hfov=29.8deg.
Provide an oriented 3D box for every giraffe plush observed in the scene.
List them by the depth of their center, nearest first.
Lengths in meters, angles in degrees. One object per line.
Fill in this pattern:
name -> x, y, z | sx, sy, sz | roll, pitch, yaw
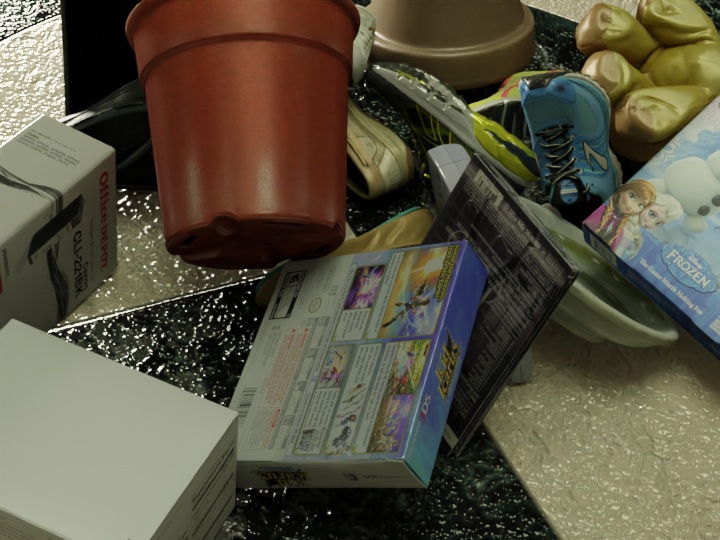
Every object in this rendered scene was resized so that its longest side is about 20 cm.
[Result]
giraffe plush -> 0.306, -0.175, 1.364 | 0.199, 0.162, 0.173 | -3, 66, -6

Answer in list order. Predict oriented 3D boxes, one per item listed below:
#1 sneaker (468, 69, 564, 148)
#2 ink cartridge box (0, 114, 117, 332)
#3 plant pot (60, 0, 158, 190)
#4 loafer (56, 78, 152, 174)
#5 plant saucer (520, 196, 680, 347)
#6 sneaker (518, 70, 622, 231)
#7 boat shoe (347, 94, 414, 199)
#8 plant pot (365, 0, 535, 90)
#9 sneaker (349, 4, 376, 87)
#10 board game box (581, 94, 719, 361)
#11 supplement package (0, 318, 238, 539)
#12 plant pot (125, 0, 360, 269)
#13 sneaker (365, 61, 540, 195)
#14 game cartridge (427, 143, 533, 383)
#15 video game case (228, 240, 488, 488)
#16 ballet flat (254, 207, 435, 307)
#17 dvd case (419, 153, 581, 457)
sneaker -> 0.164, -0.165, 1.414 | 0.199, 0.078, 0.090 | -15, 38, -30
ink cartridge box -> -0.293, -0.014, 1.128 | 0.083, 0.145, 0.200 | 25, 46, 16
plant pot -> -0.180, -0.208, 1.328 | 0.198, 0.201, 0.178 | 2, 33, -5
loafer -> -0.252, -0.109, 1.234 | 0.200, 0.068, 0.070 | -30, 28, 11
plant saucer -> 0.190, 0.012, 1.200 | 0.200, 0.050, 0.200 | 33, 19, -13
sneaker -> 0.200, -0.105, 1.267 | 0.078, 0.200, 0.090 | -6, 51, 27
boat shoe -> -0.035, -0.140, 1.353 | 0.064, 0.071, 0.200 | -32, 53, -29
plant pot -> 0.092, -0.314, 1.457 | 0.199, 0.175, 0.201 | -2, 32, 1
sneaker -> -0.021, -0.239, 1.380 | 0.073, 0.085, 0.200 | 34, 3, -12
board game box -> 0.336, -0.038, 1.194 | 0.199, 0.043, 0.200 | -42, 64, -7
supplement package -> -0.211, 0.153, 0.985 | 0.199, 0.111, 0.156 | 21, 45, 14
plant pot -> -0.091, -0.113, 1.125 | 0.200, 0.201, 0.196 | -2, 75, -10
sneaker -> 0.077, -0.126, 1.315 | 0.200, 0.085, 0.074 | 38, 22, 9
game cartridge -> 0.106, -0.015, 1.192 | 0.040, 0.134, 0.200 | -19, 46, -1
video game case -> -0.008, 0.075, 1.055 | 0.181, 0.045, 0.201 | -7, 49, 34
ballet flat -> 0.000, 0.000, 1.215 | 0.199, 0.069, 0.063 | -26, 68, -29
dvd case -> 0.086, 0.029, 1.102 | 0.016, 0.200, 0.149 | 5, 36, -39
